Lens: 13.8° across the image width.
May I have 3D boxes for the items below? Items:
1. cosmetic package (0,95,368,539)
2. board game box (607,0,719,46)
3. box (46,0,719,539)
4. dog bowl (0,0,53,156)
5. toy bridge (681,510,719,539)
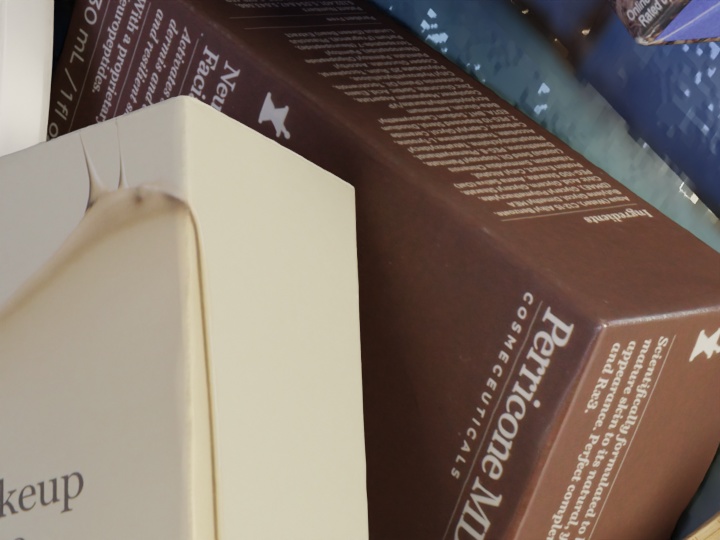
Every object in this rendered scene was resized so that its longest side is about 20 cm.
[{"bbox_3d":[-0.056,0.073,0.681,0.103,0.073,0.200,-18,63,30],"label":"cosmetic package"},{"bbox_3d":[0.085,-0.176,0.649,0.159,0.097,0.200,-49,62,36],"label":"board game box"},{"bbox_3d":[0.000,0.000,0.772,0.200,0.075,0.100,37,119,33],"label":"box"},{"bbox_3d":[-0.150,-0.044,0.851,0.200,0.079,0.200,-175,90,-71],"label":"dog bowl"},{"bbox_3d":[0.055,0.085,0.643,0.067,0.200,0.027,-34,87,32],"label":"toy bridge"}]
